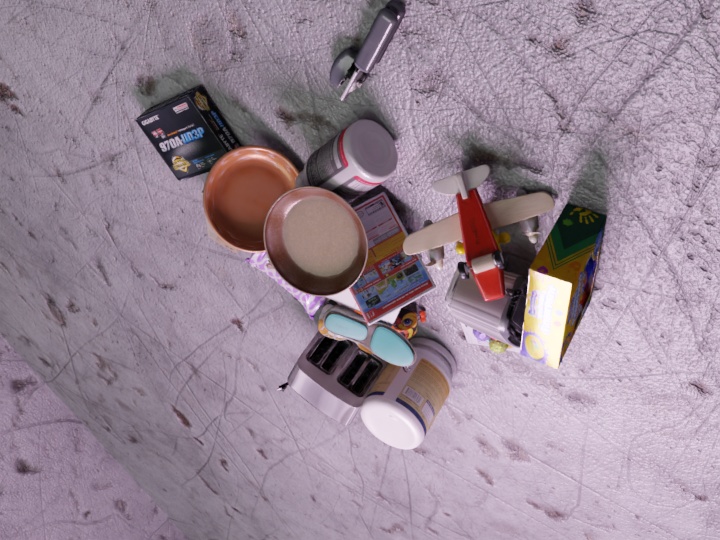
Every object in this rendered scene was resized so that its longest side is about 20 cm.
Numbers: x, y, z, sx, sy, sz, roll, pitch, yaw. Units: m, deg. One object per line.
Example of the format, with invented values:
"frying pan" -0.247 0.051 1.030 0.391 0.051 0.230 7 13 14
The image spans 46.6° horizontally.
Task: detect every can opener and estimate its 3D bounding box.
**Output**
"can opener" 0.001 -0.349 1.315 0.067 0.053 0.200 37 142 1

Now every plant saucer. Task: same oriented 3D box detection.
"plant saucer" -0.075 -0.054 1.474 0.198 0.037 0.203 8 113 18
"plant saucer" -0.200 -0.134 1.583 0.200 0.200 0.037 46 166 -11

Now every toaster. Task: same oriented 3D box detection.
"toaster" 0.232 0.057 1.455 0.128 0.115 0.200 19 174 30
"toaster" -0.051 0.223 1.839 0.180 0.201 0.119 35 148 6

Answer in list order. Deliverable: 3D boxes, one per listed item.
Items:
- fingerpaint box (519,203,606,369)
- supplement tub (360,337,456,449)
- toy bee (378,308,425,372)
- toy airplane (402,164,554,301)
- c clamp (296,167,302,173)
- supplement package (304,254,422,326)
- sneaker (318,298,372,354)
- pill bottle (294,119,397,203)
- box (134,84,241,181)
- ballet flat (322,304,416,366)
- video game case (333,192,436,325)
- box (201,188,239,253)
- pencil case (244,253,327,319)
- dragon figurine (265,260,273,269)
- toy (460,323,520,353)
"fingerpaint box" 0.325 0.027 1.340 0.073 0.167 0.202 19 139 23
"supplement tub" 0.104 0.252 1.733 0.143 0.201 0.145 23 141 20
"toy bee" 0.075 0.106 1.708 0.201 0.108 0.131 56 162 12
"toy airplane" 0.192 -0.071 1.375 0.199 0.201 0.141 29 179 25
"c clamp" -0.093 -0.115 1.669 0.170 0.027 0.201 28 144 23
"supplement package" 0.000 0.000 1.588 0.198 0.118 0.117 24 157 2
"sneaker" 0.007 0.115 1.785 0.198 0.089 0.076 25 144 -22
"pill bottle" -0.033 -0.177 1.476 0.111 0.111 0.199 48 142 -13
"box" -0.346 -0.274 1.693 0.198 0.046 0.160 -8 124 44
"ballet flat" 0.023 0.119 1.620 0.198 0.064 0.068 25 111 7
"video game case" 0.029 -0.023 1.514 0.202 0.142 0.017 61 174 8
"box" -0.262 -0.128 1.699 0.077 0.096 0.200 30 158 6
"pencil case" -0.152 0.009 1.789 0.199 0.086 0.084 40 -177 -1
"dragon figurine" -0.134 -0.039 1.728 0.198 0.100 0.059 23 162 -6
"toy" 0.268 0.122 1.587 0.198 0.047 0.116 5 131 36
